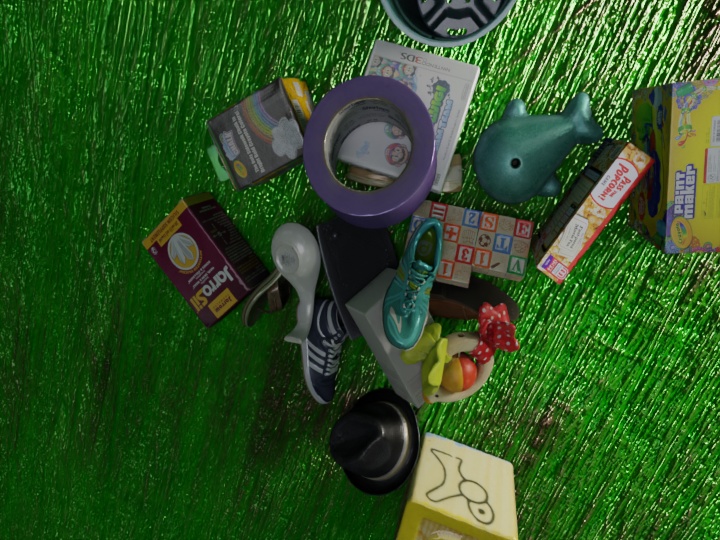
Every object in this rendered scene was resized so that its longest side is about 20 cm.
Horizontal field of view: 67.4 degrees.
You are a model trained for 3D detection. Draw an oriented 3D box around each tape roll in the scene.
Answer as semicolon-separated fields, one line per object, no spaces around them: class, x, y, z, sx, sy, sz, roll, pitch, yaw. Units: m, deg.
tape roll;0.016;-0.172;0.800;0.191;0.085;0.209;-1;83;10

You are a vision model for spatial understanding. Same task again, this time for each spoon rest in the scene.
spoon rest;-0.110;0.019;0.935;0.096;0.060;0.209;8;109;25

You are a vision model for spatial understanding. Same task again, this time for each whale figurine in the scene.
whale figurine;0.265;-0.184;0.816;0.195;0.104;0.163;-25;97;19

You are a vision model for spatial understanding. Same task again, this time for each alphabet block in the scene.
alphabet block;0.162;0.451;0.961;0.188;0.200;0.204;15;109;10

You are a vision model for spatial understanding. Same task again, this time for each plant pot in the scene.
plant pot;0.131;-0.407;0.743;0.192;0.196;0.209;4;106;14

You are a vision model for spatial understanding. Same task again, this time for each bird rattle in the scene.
bird rattle;0.160;0.137;0.867;0.193;0.113;0.168;-15;128;-20

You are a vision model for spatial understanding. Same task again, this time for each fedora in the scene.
fedora;0.011;0.307;0.976;0.196;0.090;0.209;-16;67;40

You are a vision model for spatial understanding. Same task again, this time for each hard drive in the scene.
hard drive;0.000;0.000;0.935;0.131;0.042;0.207;-23;104;-21

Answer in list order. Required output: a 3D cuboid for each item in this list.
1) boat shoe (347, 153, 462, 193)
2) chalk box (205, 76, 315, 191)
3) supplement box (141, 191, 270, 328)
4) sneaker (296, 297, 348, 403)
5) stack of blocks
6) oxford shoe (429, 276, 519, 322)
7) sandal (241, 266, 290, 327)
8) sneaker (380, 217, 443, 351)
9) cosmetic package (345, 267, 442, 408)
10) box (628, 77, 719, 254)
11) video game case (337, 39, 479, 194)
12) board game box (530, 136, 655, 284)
boat shoe;0.074;-0.171;0.893;0.191;0.074;0.072;5;102;5
chalk box;-0.168;-0.220;0.915;0.194;0.124;0.128;-21;100;20
supplement box;-0.286;-0.021;1.009;0.130;0.103;0.202;-37;93;20
sneaker;-0.053;0.150;0.999;0.105;0.070;0.209;-5;101;29
stack of blocks;0.173;-0.035;0.882;0.192;0.059;0.120;12;84;11
oxford shoe;0.176;0.056;0.935;0.192;0.073;0.073;16;138;9
sandal;-0.154;0.039;1.000;0.057;0.080;0.201;44;110;4
sneaker;0.079;0.016;0.807;0.075;0.080;0.208;15;79;1
cosmetic package;0.072;0.112;0.912;0.106;0.084;0.204;-35;111;-18
box;0.449;-0.147;0.729;0.117;0.193;0.209;-2;104;14
video game case;0.075;-0.245;0.853;0.176;0.024;0.207;19;87;12
board game box;0.330;-0.093;0.798;0.046;0.152;0.203;32;111;3
